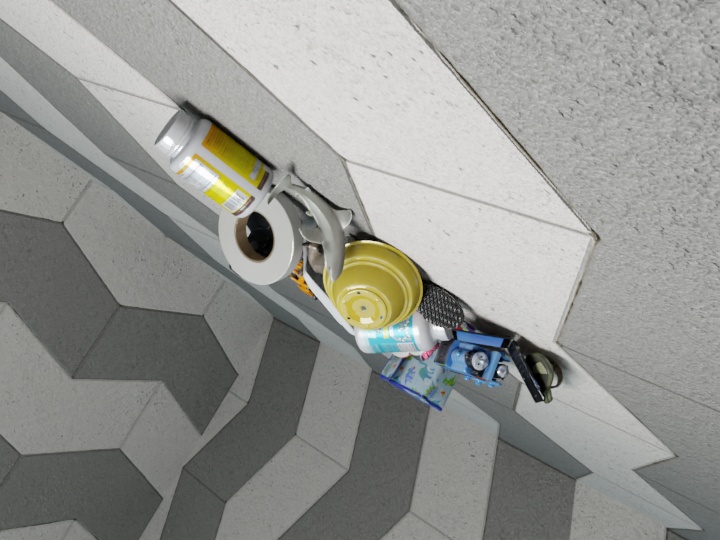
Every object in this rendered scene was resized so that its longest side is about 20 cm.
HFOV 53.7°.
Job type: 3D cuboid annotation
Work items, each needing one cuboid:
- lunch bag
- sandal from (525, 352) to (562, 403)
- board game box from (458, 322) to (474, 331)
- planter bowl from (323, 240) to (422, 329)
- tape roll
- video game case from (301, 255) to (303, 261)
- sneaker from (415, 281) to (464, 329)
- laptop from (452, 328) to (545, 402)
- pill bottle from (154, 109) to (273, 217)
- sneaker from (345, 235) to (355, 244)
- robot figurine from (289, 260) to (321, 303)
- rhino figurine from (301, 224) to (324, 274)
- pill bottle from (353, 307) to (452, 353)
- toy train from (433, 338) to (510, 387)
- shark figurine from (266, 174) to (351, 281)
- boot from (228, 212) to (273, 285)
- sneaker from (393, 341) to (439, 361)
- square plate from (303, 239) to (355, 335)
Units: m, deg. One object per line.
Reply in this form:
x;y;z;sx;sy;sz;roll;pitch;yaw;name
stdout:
0.156;0.244;1.866;0.199;0.171;0.127;21;166;49;lunch bag
0.375;0.210;1.433;0.080;0.057;0.201;66;-176;27;sandal
0.179;0.126;1.628;0.157;0.039;0.200;30;169;9;board game box
0.014;0.050;1.347;0.198;0.084;0.202;8;127;11;planter bowl
-0.204;-0.072;1.441;0.201;0.205;0.037;26;-154;24;tape roll
-0.087;0.008;1.844;0.180;0.036;0.200;32;169;-11;video game case
0.122;0.051;1.435;0.198;0.071;0.090;25;-170;10;sneaker
0.278;0.196;1.449;0.202;0.103;0.177;64;-177;14;laptop
-0.259;-0.190;1.257;0.199;0.110;0.109;37;167;-26;pill bottle
0.000;0.000;1.462;0.076;0.089;0.201;3;150;17;sneaker
-0.113;0.034;1.779;0.144;0.059;0.200;25;168;23;robot figurine
-0.078;-0.048;1.445;0.059;0.088;0.200;28;169;11;rhino figurine
0.094;0.117;1.513;0.198;0.112;0.111;-6;153;23;pill bottle
0.257;0.210;1.636;0.113;0.088;0.200;24;172;-20;toy train
-0.064;-0.104;1.267;0.089;0.129;0.215;-14;120;40;shark figurine
-0.247;-0.076;1.570;0.199;0.169;0.076;28;169;20;boot
0.112;0.154;1.657;0.075;0.081;0.200;47;162;-14;sneaker
-0.073;0.034;1.597;0.199;0.028;0.201;51;-167;-24;square plate
